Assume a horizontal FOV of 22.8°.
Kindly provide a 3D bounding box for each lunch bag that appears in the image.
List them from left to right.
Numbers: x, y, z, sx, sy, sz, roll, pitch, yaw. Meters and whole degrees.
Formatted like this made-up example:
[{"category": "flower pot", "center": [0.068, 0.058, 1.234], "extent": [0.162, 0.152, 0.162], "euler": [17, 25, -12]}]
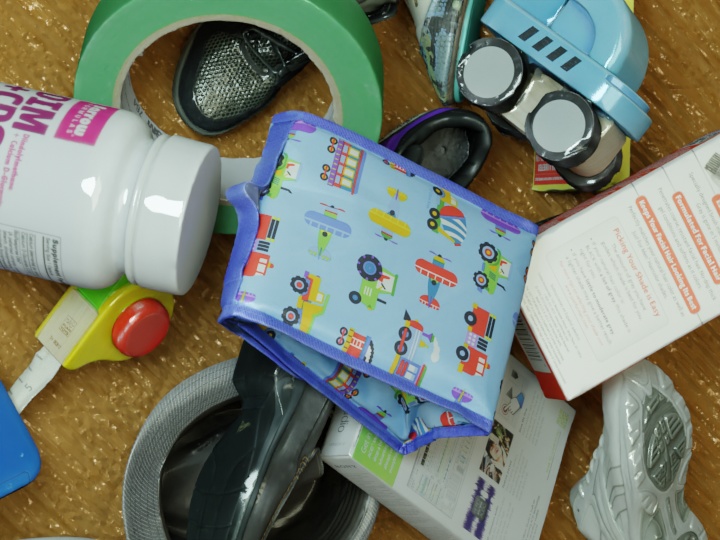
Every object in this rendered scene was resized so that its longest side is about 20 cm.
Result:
[{"category": "lunch bag", "center": [0.000, 0.000, 1.114], "extent": [0.199, 0.094, 0.151], "euler": [32, 58, -28]}]

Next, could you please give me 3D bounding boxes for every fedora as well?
[{"category": "fedora", "center": [-0.084, 0.144, 1.207], "extent": [0.199, 0.090, 0.178], "euler": [-22, 101, -27]}]

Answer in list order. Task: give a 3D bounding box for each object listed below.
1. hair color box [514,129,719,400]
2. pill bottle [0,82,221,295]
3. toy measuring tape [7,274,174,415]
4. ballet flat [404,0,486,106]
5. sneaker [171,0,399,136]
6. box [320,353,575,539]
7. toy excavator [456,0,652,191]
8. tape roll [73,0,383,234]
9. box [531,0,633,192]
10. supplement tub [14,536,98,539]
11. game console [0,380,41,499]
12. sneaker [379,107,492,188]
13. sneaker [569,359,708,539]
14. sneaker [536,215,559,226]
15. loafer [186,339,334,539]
[{"category": "hair color box", "center": [0.195, -0.006, 1.238], "extent": [0.199, 0.064, 0.112], "euler": [-28, 93, -9]}, {"category": "pill bottle", "center": [-0.194, -0.053, 1.111], "extent": [0.198, 0.113, 0.114], "euler": [13, 87, 7]}, {"category": "toy measuring tape", "center": [-0.182, 0.054, 1.191], "extent": [0.073, 0.074, 0.200], "euler": [36, 96, -17]}, {"category": "ballet flat", "center": [0.065, -0.218, 1.274], "extent": [0.074, 0.074, 0.202], "euler": [18, 82, -20]}, {"category": "sneaker", "center": [-0.044, -0.171, 1.204], "extent": [0.199, 0.114, 0.076], "euler": [-41, 103, -12]}, {"category": "box", "center": [0.065, 0.112, 1.241], "extent": [0.200, 0.036, 0.145], "euler": [41, 57, -35]}, {"category": "toy excavator", "center": [0.145, -0.185, 1.224], "extent": [0.194, 0.100, 0.200], "euler": [40, 94, 23]}, {"category": "tape roll", "center": [-0.084, -0.115, 1.158], "extent": [0.199, 0.048, 0.202], "euler": [1, 130, 2]}, {"category": "box", "center": [0.162, -0.158, 1.302], "extent": [0.050, 0.075, 0.202], "euler": [0, 93, -19]}, {"category": "supplement tub", "center": [-0.209, 0.281, 1.136], "extent": [0.144, 0.145, 0.202], "euler": [-5, 93, -20]}, {"category": "game console", "center": [-0.332, 0.090, 1.130], "extent": [0.170, 0.118, 0.201], "euler": [-25, 85, -48]}, {"category": "sneaker", "center": [0.014, -0.049, 1.233], "extent": [0.200, 0.099, 0.070], "euler": [-42, 102, -15]}, {"category": "sneaker", "center": [0.189, 0.154, 1.301], "extent": [0.078, 0.099, 0.202], "euler": [-27, 115, -41]}, {"category": "sneaker", "center": [0.224, -0.004, 1.321], "extent": [0.198, 0.076, 0.115], "euler": [-18, 99, -16]}, {"category": "loafer", "center": [-0.052, 0.119, 1.133], "extent": [0.072, 0.073, 0.201], "euler": [26, 77, -29]}]
